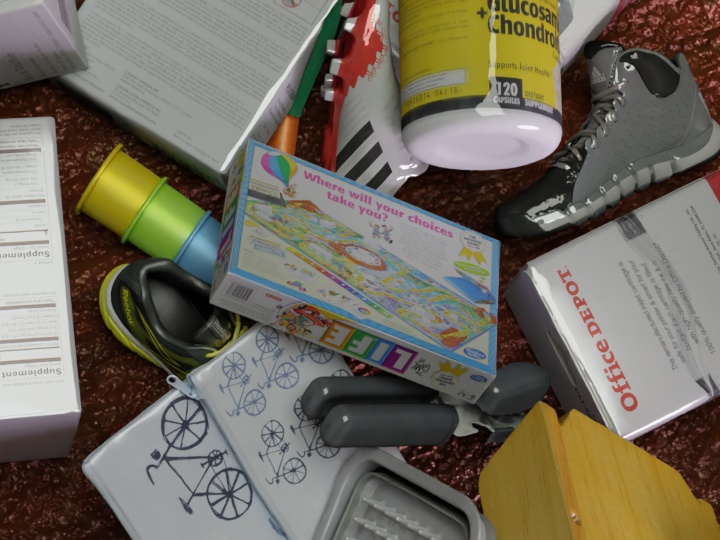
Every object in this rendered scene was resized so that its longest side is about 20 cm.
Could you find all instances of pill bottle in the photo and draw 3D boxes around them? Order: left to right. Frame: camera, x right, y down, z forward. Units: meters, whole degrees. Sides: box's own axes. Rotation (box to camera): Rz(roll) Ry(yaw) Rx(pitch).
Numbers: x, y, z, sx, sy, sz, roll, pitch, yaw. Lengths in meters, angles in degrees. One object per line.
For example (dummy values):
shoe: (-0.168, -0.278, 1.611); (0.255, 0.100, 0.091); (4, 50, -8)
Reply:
pill bottle: (0.082, -0.178, 1.645); (0.111, 0.112, 0.201); (1, 76, -10)

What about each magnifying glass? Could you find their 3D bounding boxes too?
magnifying glass: (-0.052, -0.132, 1.725); (0.022, 0.079, 0.201); (16, 79, -40)

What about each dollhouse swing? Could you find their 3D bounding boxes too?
dollhouse swing: (0.135, 0.231, 1.620); (0.200, 0.176, 0.182); (30, 35, -38)

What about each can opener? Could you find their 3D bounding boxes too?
can opener: (0.051, 0.084, 1.637); (0.199, 0.067, 0.053); (3, 41, -45)

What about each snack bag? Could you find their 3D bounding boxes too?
snack bag: (-0.073, 0.142, 1.620); (0.200, 0.021, 0.189); (-37, 113, -17)

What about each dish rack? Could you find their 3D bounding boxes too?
dish rack: (0.015, 0.231, 1.575); (0.043, 0.171, 0.201); (21, 91, -33)

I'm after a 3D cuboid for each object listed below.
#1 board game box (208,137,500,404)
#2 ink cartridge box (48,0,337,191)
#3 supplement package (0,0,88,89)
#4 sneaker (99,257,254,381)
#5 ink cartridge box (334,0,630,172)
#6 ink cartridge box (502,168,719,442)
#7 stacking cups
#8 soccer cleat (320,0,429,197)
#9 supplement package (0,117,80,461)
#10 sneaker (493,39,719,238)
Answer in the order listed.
board game box: (0.000, 0.000, 1.623); (0.199, 0.034, 0.135); (22, 43, -15)
ink cartridge box: (-0.107, -0.181, 1.704); (0.162, 0.057, 0.200); (31, 77, 13)
supplement package: (-0.310, -0.204, 1.629); (0.199, 0.152, 0.151); (-14, 77, 2)
sneaker: (-0.096, 0.064, 1.644); (0.200, 0.085, 0.075); (36, 72, -5)
ink cartridge box: (0.096, -0.196, 1.755); (0.146, 0.085, 0.200); (42, 74, 4)
ink cartridge box: (0.224, 0.028, 1.715); (0.199, 0.084, 0.145); (-24, 81, -17)
stacking cups: (-0.104, -0.014, 1.684); (0.200, 0.061, 0.061); (32, 72, -3)
soccer cleat: (0.012, -0.105, 1.687); (0.085, 0.069, 0.201); (7, 108, -7)
supplement package: (-0.274, 0.019, 1.586); (0.150, 0.152, 0.201); (-4, 75, -12)
sneaker: (0.167, -0.105, 1.733); (0.199, 0.075, 0.116); (-25, 102, -25)
